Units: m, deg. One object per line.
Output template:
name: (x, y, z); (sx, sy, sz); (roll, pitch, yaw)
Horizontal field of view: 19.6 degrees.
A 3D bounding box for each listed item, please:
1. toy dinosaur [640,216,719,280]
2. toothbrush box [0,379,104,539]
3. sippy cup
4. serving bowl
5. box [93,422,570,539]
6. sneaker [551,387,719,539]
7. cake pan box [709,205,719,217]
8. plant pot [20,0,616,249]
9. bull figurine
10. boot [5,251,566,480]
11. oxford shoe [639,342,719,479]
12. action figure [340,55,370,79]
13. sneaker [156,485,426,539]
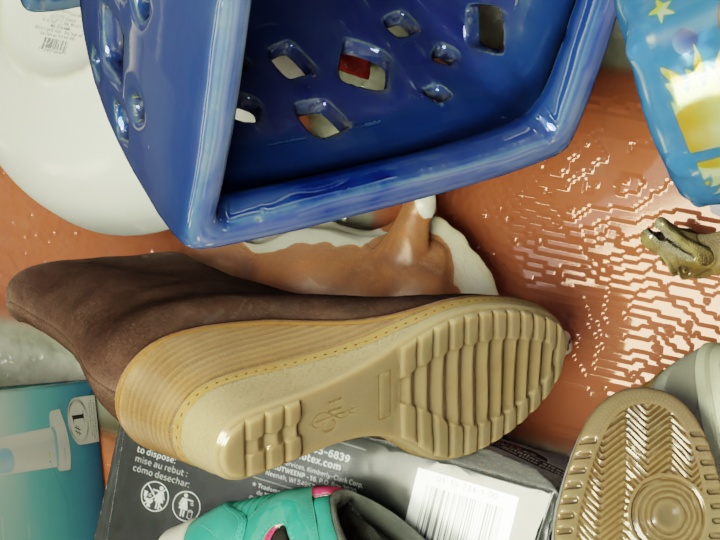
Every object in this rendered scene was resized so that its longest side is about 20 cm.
toy dinosaur: (0.224, 0.007, 0.902); (0.199, 0.058, 0.102); (30, 112, 9)
toothbrush box: (-0.193, 0.130, 0.953); (0.085, 0.200, 0.148); (-6, 89, 17)
sippy cup: (0.167, -0.088, 0.776); (0.129, 0.178, 0.141); (-20, 93, 14)
serving bowl: (-0.115, -0.120, 0.964); (0.199, 0.066, 0.202); (-8, 76, 33)
box: (-0.007, 0.125, 0.937); (0.199, 0.115, 0.133); (15, 94, 16)
sneaker: (0.107, 0.155, 0.872); (0.069, 0.109, 0.202); (3, 77, -4)
cake pan box: (0.257, -0.080, 0.848); (0.199, 0.052, 0.185); (19, 70, 16)
plant pot: (-0.019, -0.152, 0.803); (0.180, 0.199, 0.201); (46, 138, 34)
bull figurine: (0.000, 0.000, 0.961); (0.198, 0.065, 0.123); (5, 88, 16)
boot: (-0.030, 0.021, 0.884); (0.166, 0.199, 0.073); (33, 124, 46)
oxford shoe: (0.157, 0.133, 0.908); (0.057, 0.075, 0.202); (-13, 85, 28)
action figure: (0.006, -0.194, 0.961); (0.065, 0.052, 0.201); (22, 96, 41)
sneaker: (0.007, 0.172, 0.834); (0.120, 0.083, 0.201); (-30, 80, 24)
